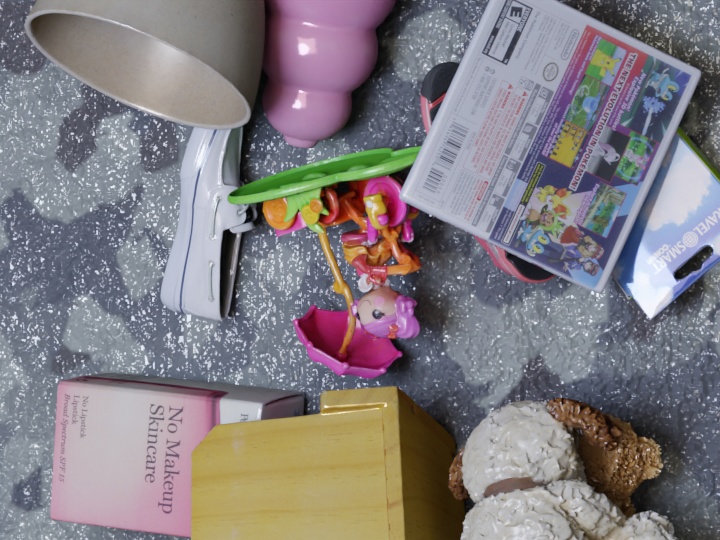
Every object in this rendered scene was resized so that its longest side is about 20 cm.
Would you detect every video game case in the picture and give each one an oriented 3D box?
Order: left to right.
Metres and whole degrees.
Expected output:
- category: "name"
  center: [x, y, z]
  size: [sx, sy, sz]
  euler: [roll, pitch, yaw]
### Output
- category: "video game case"
  center: [0.153, -0.109, 1.508]
  size: [0.182, 0.023, 0.200]
  euler: [25, 86, -3]

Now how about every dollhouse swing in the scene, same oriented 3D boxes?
- category: "dollhouse swing"
  center: [-0.024, 0.222, 1.555]
  size: [0.175, 0.182, 0.201]
  euler: [-15, 59, 20]

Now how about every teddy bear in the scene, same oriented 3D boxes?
- category: "teddy bear"
  center: [0.182, 0.210, 1.578]
  size: [0.145, 0.067, 0.201]
  euler: [8, 100, 28]

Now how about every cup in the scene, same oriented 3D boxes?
- category: "cup"
  center: [-0.159, -0.226, 1.556]
  size: [0.200, 0.200, 0.144]
  euler: [16, 74, 18]

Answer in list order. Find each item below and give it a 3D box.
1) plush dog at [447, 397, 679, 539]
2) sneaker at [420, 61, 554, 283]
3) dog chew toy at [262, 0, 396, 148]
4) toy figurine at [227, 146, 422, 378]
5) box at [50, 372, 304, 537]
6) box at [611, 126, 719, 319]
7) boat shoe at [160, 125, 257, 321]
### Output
- category: "plush dog"
  center: [0.133, 0.189, 1.496]
  size: [0.200, 0.160, 0.172]
  euler: [-25, 60, 32]
- category: "sneaker"
  center: [0.095, -0.077, 1.568]
  size: [0.074, 0.087, 0.201]
  euler: [-30, 99, -20]
- category: "dog chew toy"
  center: [-0.036, -0.206, 1.612]
  size: [0.124, 0.124, 0.201]
  euler: [15, 104, 18]
- category: "toy figurine"
  center: [0.000, 0.000, 1.593]
  size: [0.200, 0.150, 0.185]
  euler: [-8, 102, 42]
- category: "box"
  center: [-0.162, 0.165, 1.664]
  size: [0.199, 0.109, 0.128]
  euler: [4, 92, 19]
- category: "box"
  center: [0.224, -0.073, 1.558]
  size: [0.122, 0.048, 0.200]
  euler: [-42, 78, 15]
- category: "boat shoe"
  center: [-0.123, -0.052, 1.671]
  size: [0.067, 0.074, 0.201]
  euler: [18, 109, 17]
